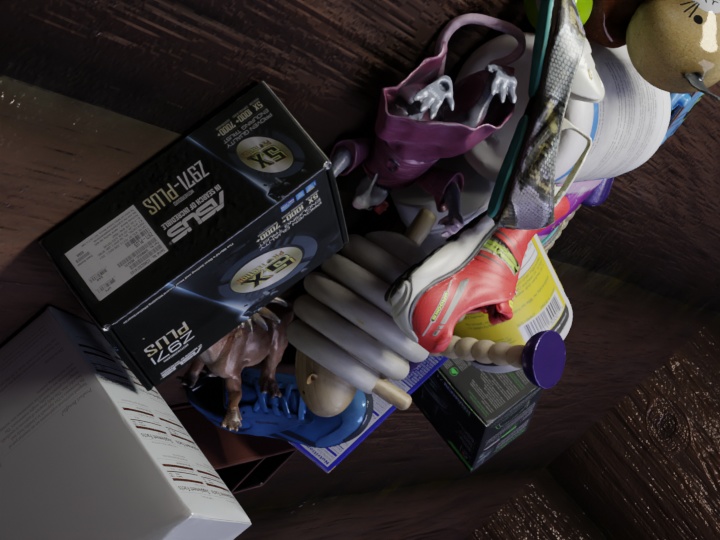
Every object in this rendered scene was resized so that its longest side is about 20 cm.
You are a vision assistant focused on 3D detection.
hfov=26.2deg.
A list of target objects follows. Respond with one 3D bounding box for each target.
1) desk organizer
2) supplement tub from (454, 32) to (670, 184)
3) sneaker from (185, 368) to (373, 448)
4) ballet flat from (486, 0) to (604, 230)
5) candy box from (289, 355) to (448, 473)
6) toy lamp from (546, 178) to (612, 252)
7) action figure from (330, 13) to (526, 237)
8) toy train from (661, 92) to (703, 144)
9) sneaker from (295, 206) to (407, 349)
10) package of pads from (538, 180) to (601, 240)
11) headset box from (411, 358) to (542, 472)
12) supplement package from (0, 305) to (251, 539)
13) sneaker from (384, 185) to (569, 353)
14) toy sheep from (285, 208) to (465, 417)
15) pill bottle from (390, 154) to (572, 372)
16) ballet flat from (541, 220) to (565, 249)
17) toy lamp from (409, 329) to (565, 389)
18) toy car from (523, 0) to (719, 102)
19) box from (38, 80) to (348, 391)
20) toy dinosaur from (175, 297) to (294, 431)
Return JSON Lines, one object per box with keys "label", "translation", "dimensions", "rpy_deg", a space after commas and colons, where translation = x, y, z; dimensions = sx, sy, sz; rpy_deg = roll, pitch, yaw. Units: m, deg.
{"label": "desk organizer", "translation": [-0.154, 0.183, 1.573], "dimensions": [0.072, 0.077, 0.200], "rpy_deg": [-47, 161, 22]}
{"label": "supplement tub", "translation": [0.179, -0.142, 1.366], "dimensions": [0.132, 0.132, 0.200], "rpy_deg": [-49, 159, 27]}
{"label": "sneaker", "translation": [-0.081, 0.127, 1.460], "dimensions": [0.199, 0.066, 0.078], "rpy_deg": [1, 166, 39]}
{"label": "ballet flat", "translation": [0.156, -0.127, 1.231], "dimensions": [0.072, 0.072, 0.202], "rpy_deg": [2, 103, -64]}
{"label": "candy box", "translation": [0.016, 0.088, 1.584], "dimensions": [0.200, 0.077, 0.169], "rpy_deg": [-44, -170, 20]}
{"label": "toy lamp", "translation": [0.230, -0.064, 1.753], "dimensions": [0.058, 0.058, 0.200], "rpy_deg": [-27, 159, -34]}
{"label": "action figure", "translation": [0.035, -0.111, 1.268], "dimensions": [0.200, 0.133, 0.150], "rpy_deg": [135, -28, -58]}
{"label": "toy train", "translation": [0.316, -0.206, 1.573], "dimensions": [0.114, 0.087, 0.200], "rpy_deg": [-34, 161, -46]}
{"label": "sneaker", "translation": [0.000, 0.000, 1.475], "dimensions": [0.201, 0.075, 0.070], "rpy_deg": [-58, 149, -4]}
{"label": "package of pads", "translation": [0.153, -0.079, 1.556], "dimensions": [0.121, 0.076, 0.200], "rpy_deg": [-46, 161, 28]}
{"label": "headset box", "translation": [0.116, 0.120, 1.801], "dimensions": [0.093, 0.174, 0.200], "rpy_deg": [-35, 163, -15]}
{"label": "supplement package", "translation": [-0.230, 0.174, 1.203], "dimensions": [0.191, 0.200, 0.147], "rpy_deg": [-40, 162, 4]}
{"label": "sneaker", "translation": [0.107, 0.001, 1.293], "dimensions": [0.200, 0.085, 0.077], "rpy_deg": [-36, -178, -26]}
{"label": "toy sheep", "translation": [0.011, 0.036, 1.337], "dimensions": [0.201, 0.137, 0.138], "rpy_deg": [-58, 163, -5]}
{"label": "pill bottle", "translation": [0.110, -0.014, 1.424], "dimensions": [0.114, 0.114, 0.201], "rpy_deg": [-36, 121, -11]}
{"label": "ballet flat", "translation": [0.135, -0.012, 1.700], "dimensions": [0.199, 0.071, 0.071], "rpy_deg": [-34, 162, 1]}
{"label": "toy lamp", "translation": [0.086, 0.070, 1.392], "dimensions": [0.199, 0.059, 0.058], "rpy_deg": [5, -164, 41]}
{"label": "toy car", "translation": [0.266, -0.209, 1.264], "dimensions": [0.164, 0.200, 0.158], "rpy_deg": [-23, 156, -42]}
{"label": "box", "translation": [-0.116, -0.021, 1.147], "dimensions": [0.200, 0.086, 0.164], "rpy_deg": [-37, 163, -9]}
{"label": "toy dinosaur", "translation": [-0.099, 0.050, 1.368], "dimensions": [0.200, 0.085, 0.136], "rpy_deg": [-25, 139, -66]}
